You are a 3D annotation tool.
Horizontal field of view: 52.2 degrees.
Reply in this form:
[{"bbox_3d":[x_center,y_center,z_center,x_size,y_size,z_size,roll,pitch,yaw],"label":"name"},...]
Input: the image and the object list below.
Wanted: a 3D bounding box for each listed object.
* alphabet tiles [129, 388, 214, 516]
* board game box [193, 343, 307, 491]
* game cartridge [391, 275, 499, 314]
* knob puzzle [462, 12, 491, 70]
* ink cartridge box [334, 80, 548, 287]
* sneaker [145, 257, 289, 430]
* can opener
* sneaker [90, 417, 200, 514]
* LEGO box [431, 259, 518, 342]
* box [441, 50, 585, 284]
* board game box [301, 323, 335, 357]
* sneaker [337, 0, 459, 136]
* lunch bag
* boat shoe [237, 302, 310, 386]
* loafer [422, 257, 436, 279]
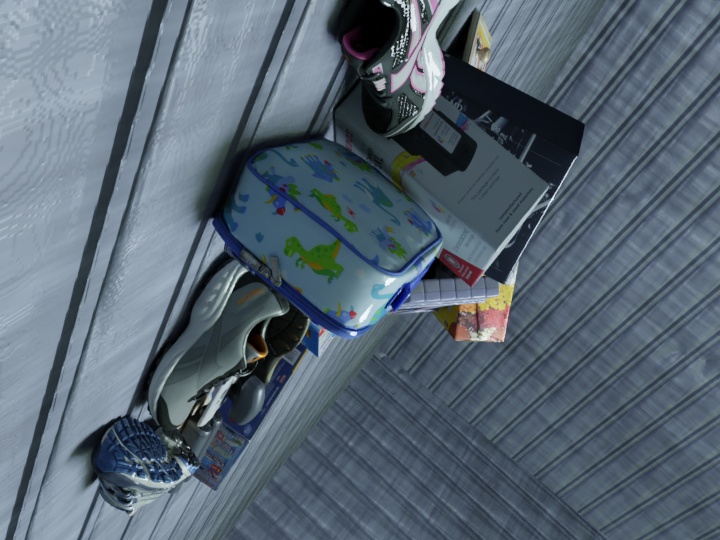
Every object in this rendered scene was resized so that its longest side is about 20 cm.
[{"bbox_3d":[-0.233,0.215,0.927,0.197,0.014,0.201,-53,173,-28],"label":"alphabet tiles"},{"bbox_3d":[-0.175,0.215,1.061,0.201,0.061,0.201,-56,-179,36],"label":"board game box"},{"bbox_3d":[0.073,0.036,0.944,0.127,0.039,0.199,-8,175,-21],"label":"game cartridge"},{"bbox_3d":[0.151,-0.225,0.995,0.219,0.030,0.225,15,89,-78],"label":"knob puzzle"},{"bbox_3d":[0.070,-0.093,0.730,0.083,0.199,0.146,-47,171,-11],"label":"ink cartridge box"},{"bbox_3d":[-0.137,0.082,0.693,0.202,0.079,0.074,-56,173,23],"label":"sneaker"},{"bbox_3d":[-0.179,0.200,0.892,0.202,0.066,0.053,-59,171,24],"label":"can opener"},{"bbox_3d":[-0.224,0.206,0.734,0.085,0.077,0.200,-41,165,-6],"label":"sneaker"},{"bbox_3d":[0.148,-0.007,1.065,0.200,0.075,0.153,-123,-142,-67],"label":"LEGO box"},{"bbox_3d":[0.128,-0.121,0.860,0.104,0.197,0.185,-55,170,-55],"label":"box"},{"bbox_3d":[-0.029,0.031,1.199,0.197,0.055,0.200,-52,172,-15],"label":"board game box"},{"bbox_3d":[0.016,-0.176,0.571,0.086,0.080,0.202,-36,158,-24],"label":"sneaker"},{"bbox_3d":[-0.017,-0.032,0.616,0.083,0.160,0.200,-55,173,23],"label":"lunch bag"},{"bbox_3d":[-0.104,0.065,0.881,0.201,0.075,0.074,-51,-178,43],"label":"boat shoe"},{"bbox_3d":[0.085,-0.021,1.058,0.201,0.071,0.073,-59,178,42],"label":"loafer"}]
